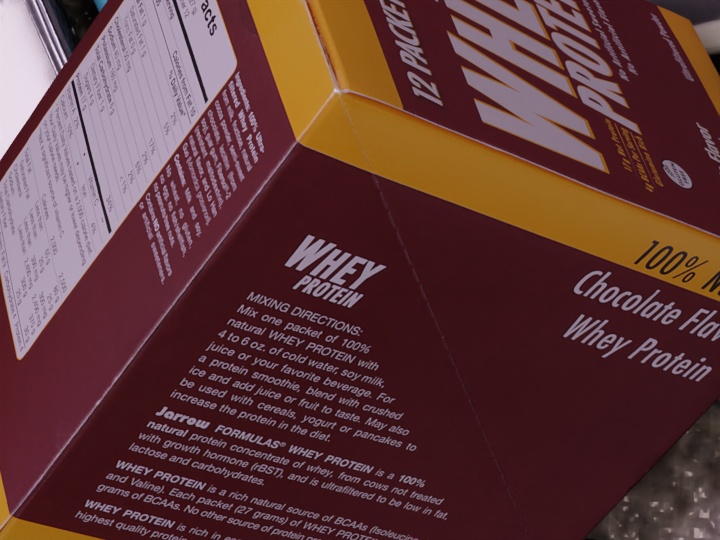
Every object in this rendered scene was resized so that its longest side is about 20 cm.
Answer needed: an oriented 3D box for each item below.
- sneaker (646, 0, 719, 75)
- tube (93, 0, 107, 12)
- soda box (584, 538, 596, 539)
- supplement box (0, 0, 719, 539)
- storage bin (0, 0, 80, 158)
[{"bbox_3d":[0.102,-0.125,0.860,0.198,0.075,0.107,-9,85,-9],"label":"sneaker"},{"bbox_3d":[-0.069,-0.104,0.872,0.077,0.050,0.201,-21,84,-8],"label":"tube"},{"bbox_3d":[0.067,0.204,0.854,0.070,0.063,0.201,29,89,1],"label":"soda box"},{"bbox_3d":[0.000,0.000,0.744,0.196,0.133,0.200,18,125,-33],"label":"supplement box"},{"bbox_3d":[-0.194,-0.039,0.844,0.199,0.094,0.136,-24,89,-1],"label":"storage bin"}]
